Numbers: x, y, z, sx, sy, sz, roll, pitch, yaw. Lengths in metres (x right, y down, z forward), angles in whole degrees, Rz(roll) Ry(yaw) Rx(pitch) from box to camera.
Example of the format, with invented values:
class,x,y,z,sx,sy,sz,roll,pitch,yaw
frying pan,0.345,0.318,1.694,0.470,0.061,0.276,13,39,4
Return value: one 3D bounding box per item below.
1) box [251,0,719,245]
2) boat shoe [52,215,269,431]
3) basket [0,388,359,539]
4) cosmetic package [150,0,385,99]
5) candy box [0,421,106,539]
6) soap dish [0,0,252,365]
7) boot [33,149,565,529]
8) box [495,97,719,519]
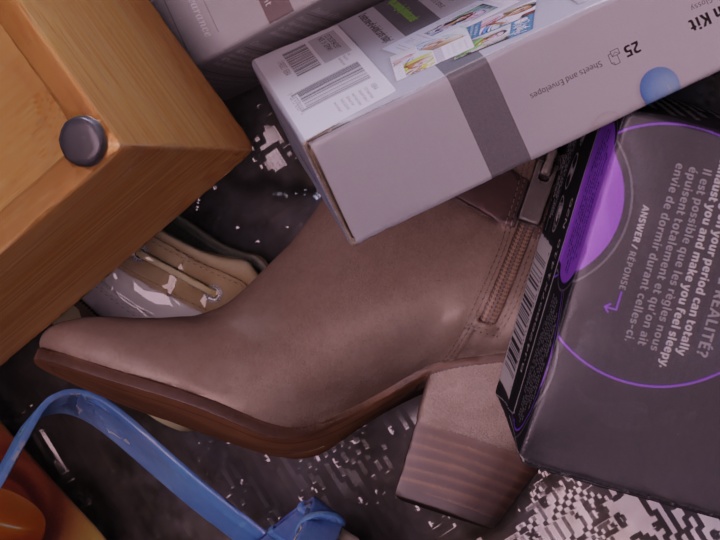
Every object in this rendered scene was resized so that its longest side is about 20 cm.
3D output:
class,x,y,z,sx,sy,sz,roll,pitch,yaw
box,0.068,-0.083,0.906,0.200,0.156,0.041,-27,106,-2
boat shoe,-0.114,-0.031,1.041,0.200,0.075,0.068,42,103,0
basket,-0.068,0.154,0.968,0.200,0.176,0.139,40,138,-8
cosmetic package,0.000,-0.150,0.989,0.200,0.090,0.107,-29,82,20
candy box,-0.207,0.073,1.049,0.200,0.056,0.117,46,60,10
soap dish,-0.160,-0.043,0.964,0.200,0.081,0.157,-39,80,19
boot,0.000,0.000,0.989,0.200,0.070,0.146,19,83,-5
box,0.158,0.023,0.910,0.200,0.106,0.122,16,98,-4
